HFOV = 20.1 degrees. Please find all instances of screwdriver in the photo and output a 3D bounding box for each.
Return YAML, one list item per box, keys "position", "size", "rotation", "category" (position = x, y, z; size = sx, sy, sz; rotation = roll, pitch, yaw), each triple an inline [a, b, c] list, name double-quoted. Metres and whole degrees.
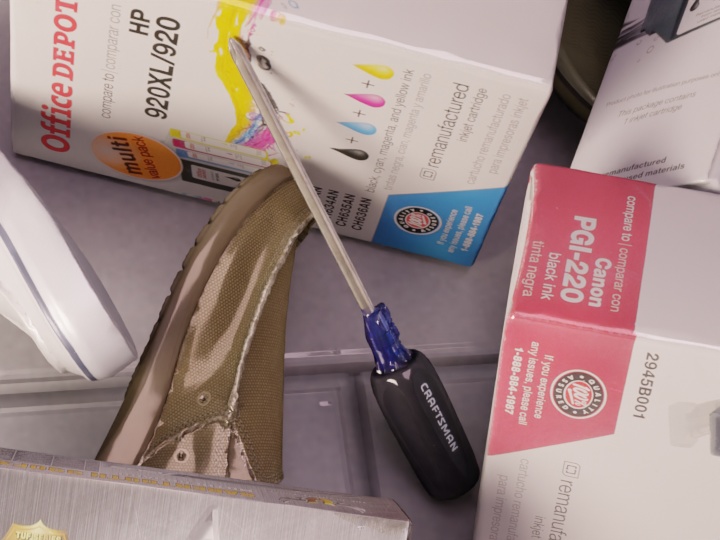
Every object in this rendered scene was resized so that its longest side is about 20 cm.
- position: [0.000, 0.000, 0.752]
  size: [0.029, 0.028, 0.200]
  rotation: [-22, 111, -2]
  category: "screwdriver"

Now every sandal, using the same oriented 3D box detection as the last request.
- position: [0.120, -0.138, 0.880]
  size: [0.080, 0.057, 0.202]
  rotation: [18, 58, -22]
  category: "sandal"

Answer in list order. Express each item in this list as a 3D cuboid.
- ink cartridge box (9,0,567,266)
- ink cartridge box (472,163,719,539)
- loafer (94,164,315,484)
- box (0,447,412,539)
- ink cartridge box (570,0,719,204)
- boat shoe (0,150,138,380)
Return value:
- position: [-0.026, -0.116, 0.801]
  size: [0.199, 0.147, 0.145]
  rotation: [14, 62, -3]
  category: "ink cartridge box"
- position: [0.147, 0.055, 0.725]
  size: [0.199, 0.146, 0.085]
  rotation: [9, 44, 5]
  category: "ink cartridge box"
- position: [-0.056, 0.056, 0.755]
  size: [0.067, 0.076, 0.200]
  rotation: [25, 74, -4]
  category: "loafer"
- position: [-0.092, 0.144, 0.676]
  size: [0.199, 0.048, 0.159]
  rotation: [9, 92, -7]
  category: "box"
- position: [0.177, -0.065, 0.815]
  size: [0.146, 0.086, 0.200]
  rotation: [40, 56, -29]
  category: "ink cartridge box"
- position: [-0.153, -0.013, 0.757]
  size: [0.065, 0.074, 0.200]
  rotation: [-38, 48, -9]
  category: "boat shoe"
